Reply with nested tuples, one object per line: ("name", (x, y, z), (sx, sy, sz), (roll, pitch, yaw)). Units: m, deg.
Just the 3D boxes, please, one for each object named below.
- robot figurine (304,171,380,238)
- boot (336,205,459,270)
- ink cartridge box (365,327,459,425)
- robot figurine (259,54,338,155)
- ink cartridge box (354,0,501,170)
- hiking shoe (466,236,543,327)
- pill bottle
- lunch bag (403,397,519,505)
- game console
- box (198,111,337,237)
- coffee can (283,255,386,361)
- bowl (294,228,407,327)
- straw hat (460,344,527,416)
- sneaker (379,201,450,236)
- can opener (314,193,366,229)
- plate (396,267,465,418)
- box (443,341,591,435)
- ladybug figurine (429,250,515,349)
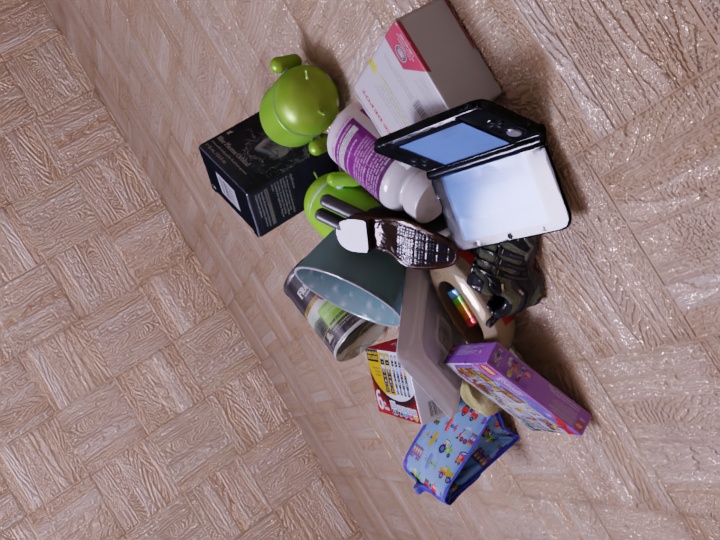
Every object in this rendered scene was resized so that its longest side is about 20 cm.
("robot figurine", (-0.028, -0.101, 1.573), (0.200, 0.115, 0.177), (44, 151, 36))
("boot", (0.070, -0.060, 1.298), (0.197, 0.097, 0.076), (15, 121, 24))
("ink cartridge box", (0.088, 0.182, 1.612), (0.199, 0.083, 0.179), (174, 83, -68))
("robot figurine", (-0.107, -0.282, 1.480), (0.178, 0.114, 0.200), (65, 160, -5))
("ink cartridge box", (0.082, -0.242, 1.138), (0.146, 0.083, 0.200), (58, 160, 1))
("hiking shoe", (0.192, -0.014, 1.178), (0.075, 0.100, 0.202), (29, 145, 53))
("pill bottle", (0.048, -0.162, 1.296), (0.200, 0.112, 0.113), (44, 156, 30))
("lunch bag", (0.166, 0.331, 1.582), (0.094, 0.200, 0.150), (49, 168, -30))
("game console", (0.135, -0.111, 1.066), (0.198, 0.174, 0.119), (-13, 70, 49))
("box", (-0.176, -0.202, 1.666), (0.196, 0.199, 0.118), (42, 156, 37))
("coffee can", (-0.053, 0.073, 1.852), (0.201, 0.145, 0.147), (49, 159, 23))
("bowl", (0.000, 0.000, 1.408), (0.198, 0.106, 0.201), (24, 165, 7))
("straw hat", (0.216, 0.198, 1.457), (0.202, 0.084, 0.202), (50, 159, 26))
("sneaker", (0.076, -0.112, 1.364), (0.200, 0.070, 0.100), (36, 156, 57))
("can opener", (0.020, -0.073, 1.471), (0.198, 0.067, 0.054), (26, 109, 12))
("plate", (0.125, 0.107, 1.391), (0.032, 0.203, 0.200), (-13, 138, 28))
("box", (0.239, 0.182, 1.318), (0.199, 0.039, 0.136), (37, 162, -15))
("ladybug figurine", (0.179, 0.043, 1.338), (0.202, 0.071, 0.136), (59, 161, -2))
